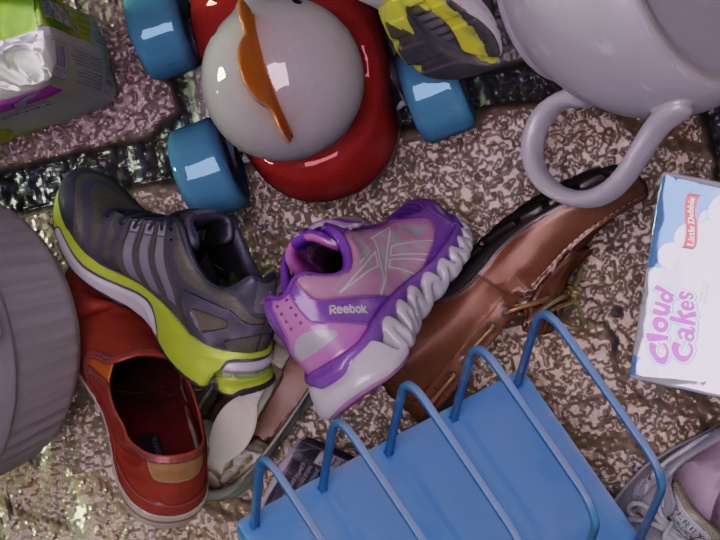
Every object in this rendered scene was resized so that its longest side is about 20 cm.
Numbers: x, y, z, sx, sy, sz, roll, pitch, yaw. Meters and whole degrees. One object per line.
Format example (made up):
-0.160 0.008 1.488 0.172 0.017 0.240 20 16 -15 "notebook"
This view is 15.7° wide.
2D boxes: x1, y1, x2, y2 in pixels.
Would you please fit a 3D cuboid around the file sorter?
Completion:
0.053 0.132 1.465 0.200 0.123 0.139 -27 68 -19 "file sorter"

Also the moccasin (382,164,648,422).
0.096 0.013 1.572 0.201 0.074 0.078 -42 93 4 "moccasin"

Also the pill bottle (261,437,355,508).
0.033 0.186 1.563 0.200 0.106 0.106 24 93 7 "pill bottle"

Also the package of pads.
-0.260 -0.108 1.583 0.200 0.155 0.068 -15 87 9 "package of pads"

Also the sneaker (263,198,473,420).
0.000 0.000 1.519 0.088 0.200 0.080 46 122 -8 "sneaker"

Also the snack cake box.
0.199 0.009 1.491 0.067 0.200 0.115 11 91 9 "snack cake box"

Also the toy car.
-0.047 -0.129 1.528 0.184 0.200 0.177 -18 87 8 "toy car"

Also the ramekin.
-0.256 0.042 1.578 0.202 0.094 0.203 10 106 38 "ramekin"

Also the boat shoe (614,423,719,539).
0.217 0.129 1.557 0.202 0.065 0.074 -37 85 7 "boat shoe"

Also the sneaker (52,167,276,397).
-0.111 -0.011 1.570 0.200 0.074 0.081 39 123 32 "sneaker"

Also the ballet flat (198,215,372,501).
-0.047 0.057 1.597 0.067 0.064 0.200 33 94 7 "ballet flat"

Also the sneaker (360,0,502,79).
0.016 -0.194 1.485 0.074 0.200 0.085 -17 46 20 "sneaker"

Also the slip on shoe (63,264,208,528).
-0.134 0.060 1.574 0.074 0.061 0.200 -6 50 -20 "slip on shoe"

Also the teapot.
0.146 -0.170 1.528 0.146 0.200 0.198 -12 117 43 "teapot"
